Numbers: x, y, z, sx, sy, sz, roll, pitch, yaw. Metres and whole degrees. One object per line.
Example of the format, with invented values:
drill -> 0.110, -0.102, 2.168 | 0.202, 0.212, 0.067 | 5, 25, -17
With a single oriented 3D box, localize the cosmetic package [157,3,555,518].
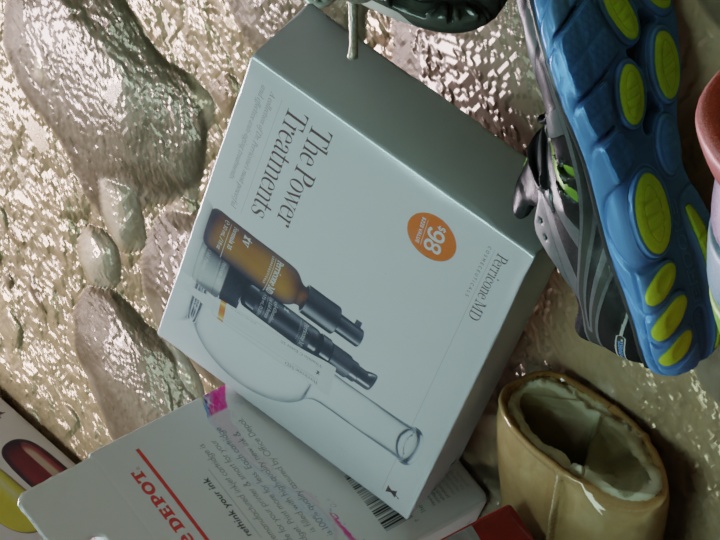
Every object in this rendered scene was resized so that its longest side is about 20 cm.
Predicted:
cosmetic package -> 0.000, 0.000, 1.286 | 0.151, 0.052, 0.200 | 34, 140, 10

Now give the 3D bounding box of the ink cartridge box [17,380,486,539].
ink cartridge box -> -0.056, 0.121, 1.351 | 0.115, 0.200, 0.068 | 51, 145, 20

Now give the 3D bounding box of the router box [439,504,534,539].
router box -> 0.044, 0.220, 1.191 | 0.200, 0.179, 0.049 | 56, 142, 13

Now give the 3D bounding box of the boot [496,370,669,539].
boot -> 0.114, 0.169, 1.272 | 0.175, 0.066, 0.200 | 36, 137, 36

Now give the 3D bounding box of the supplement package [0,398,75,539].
supplement package -> -0.223, 0.162, 1.699 | 0.200, 0.114, 0.110 | 36, 139, 34

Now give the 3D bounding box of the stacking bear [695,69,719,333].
stacking bear -> 0.183, 0.023, 1.038 | 0.114, 0.121, 0.200 | 26, 139, 41

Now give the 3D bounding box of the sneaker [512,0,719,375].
sneaker -> 0.088, -0.051, 1.147 | 0.083, 0.071, 0.200 | 8, 121, 46

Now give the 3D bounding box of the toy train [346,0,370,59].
toy train -> 0.047, -0.169, 1.096 | 0.116, 0.085, 0.201 | 14, 111, 34

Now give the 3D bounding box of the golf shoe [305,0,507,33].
golf shoe -> -0.003, -0.148, 1.228 | 0.200, 0.077, 0.088 | 38, 162, 35
